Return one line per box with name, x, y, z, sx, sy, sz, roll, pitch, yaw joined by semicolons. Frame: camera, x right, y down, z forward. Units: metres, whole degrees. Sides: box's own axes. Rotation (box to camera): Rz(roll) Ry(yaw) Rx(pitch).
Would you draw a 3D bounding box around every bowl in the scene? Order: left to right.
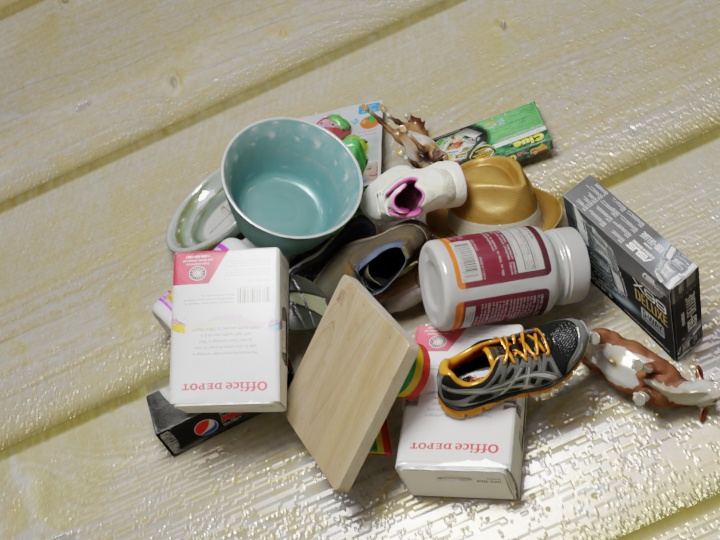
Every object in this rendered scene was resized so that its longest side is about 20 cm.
bowl;-0.104;-0.102;1.601;0.197;0.105;0.204;8;57;-12

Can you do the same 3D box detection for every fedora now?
fedora;0.181;-0.102;1.577;0.197;0.083;0.202;-7;32;5

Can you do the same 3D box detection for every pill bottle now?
pill bottle;-0.194;0.026;1.640;0.200;0.105;0.104;-44;53;-14
pill bottle;0.182;0.006;1.451;0.196;0.115;0.115;-8;50;-14

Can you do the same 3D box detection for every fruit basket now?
fruit basket;-0.055;-0.186;1.752;0.182;0.094;0.203;-10;50;13

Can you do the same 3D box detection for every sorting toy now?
sorting toy;0.001;0.142;1.434;0.202;0.069;0.199;-64;32;12

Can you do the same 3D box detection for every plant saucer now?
plant saucer;-0.205;-0.088;1.738;0.198;0.050;0.202;-28;33;20

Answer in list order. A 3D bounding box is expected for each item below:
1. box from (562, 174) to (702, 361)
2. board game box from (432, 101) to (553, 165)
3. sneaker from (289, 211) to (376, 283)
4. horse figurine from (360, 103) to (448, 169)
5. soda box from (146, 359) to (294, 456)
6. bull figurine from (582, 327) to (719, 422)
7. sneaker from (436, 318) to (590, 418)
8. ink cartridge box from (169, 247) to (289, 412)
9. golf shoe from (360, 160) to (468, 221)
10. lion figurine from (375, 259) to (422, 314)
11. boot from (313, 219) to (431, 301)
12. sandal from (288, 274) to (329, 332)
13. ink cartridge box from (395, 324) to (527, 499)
box;0.341;-0.004;1.434;0.049;0.159;0.200;-35;52;-8
board game box;0.178;-0.182;1.696;0.197;0.024;0.106;-19;38;7
sneaker;-0.059;-0.011;1.657;0.199;0.072;0.083;-38;29;-11
horse figurine;0.080;-0.181;1.649;0.050;0.132;0.201;-50;41;12
soda box;-0.186;0.170;1.560;0.197;0.064;0.071;-25;51;0
bull figurine;0.336;0.122;1.385;0.198;0.120;0.066;24;97;40
sneaker;0.179;0.108;1.357;0.197;0.078;0.079;-26;50;-1
ink cartridge box;-0.168;0.080;1.494;0.145;0.086;0.204;-1;77;6
golf shoe;0.053;-0.103;1.561;0.091;0.077;0.198;-20;5;-39
lion figurine;0.059;0.034;1.564;0.197;0.073;0.123;-21;30;12
boot;0.000;0.000;1.546;0.198;0.075;0.097;-33;5;21
sandal;-0.139;0.054;1.574;0.197;0.057;0.081;-5;73;2
ink cartridge box;0.132;0.175;1.428;0.143;0.085;0.203;-2;53;19
